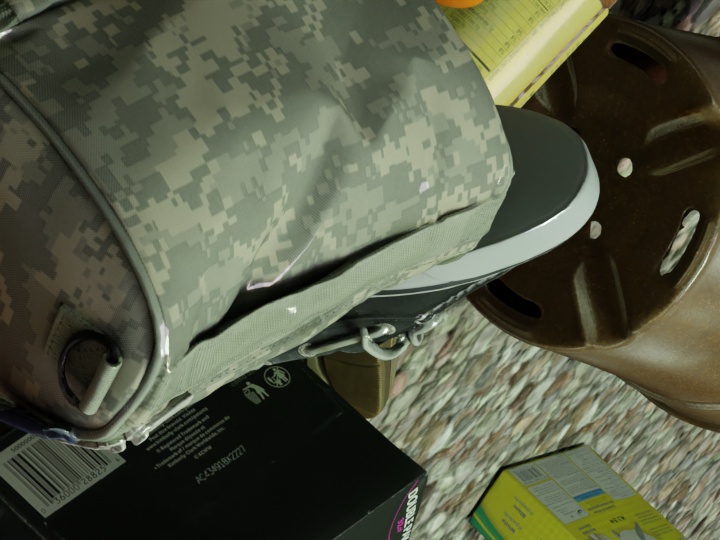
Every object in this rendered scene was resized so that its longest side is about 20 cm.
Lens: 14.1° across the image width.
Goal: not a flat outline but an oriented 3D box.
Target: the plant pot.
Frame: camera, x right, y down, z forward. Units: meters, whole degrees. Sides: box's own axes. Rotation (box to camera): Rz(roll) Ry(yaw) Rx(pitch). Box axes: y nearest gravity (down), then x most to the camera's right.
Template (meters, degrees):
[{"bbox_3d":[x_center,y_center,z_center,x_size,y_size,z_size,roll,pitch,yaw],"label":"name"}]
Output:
[{"bbox_3d":[0.146,-0.028,1.353,0.201,0.200,0.198,-54,151,15],"label":"plant pot"}]

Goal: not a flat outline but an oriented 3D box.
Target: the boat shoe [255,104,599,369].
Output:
[{"bbox_3d":[-0.001,-0.001,1.053,0.198,0.074,0.068,-18,137,18],"label":"boat shoe"}]

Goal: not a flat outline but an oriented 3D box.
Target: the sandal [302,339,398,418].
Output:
[{"bbox_3d":[0.000,0.000,1.267,0.054,0.080,0.200,-59,172,-28],"label":"sandal"}]

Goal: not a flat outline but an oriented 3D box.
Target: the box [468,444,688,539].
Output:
[{"bbox_3d":[0.170,0.193,1.741,0.117,0.200,0.049,-9,136,-58],"label":"box"}]

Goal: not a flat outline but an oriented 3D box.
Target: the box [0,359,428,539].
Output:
[{"bbox_3d":[-0.079,0.140,1.200,0.148,0.124,0.201,-33,153,-34],"label":"box"}]

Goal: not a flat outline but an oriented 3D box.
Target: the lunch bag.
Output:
[{"bbox_3d":[-0.064,-0.042,0.935,0.200,0.168,0.140,-26,150,-43],"label":"lunch bag"}]

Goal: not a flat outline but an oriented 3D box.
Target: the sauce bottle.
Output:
[{"bbox_3d":[0.077,-0.124,1.212,0.200,0.066,0.066,-46,159,-8],"label":"sauce bottle"}]

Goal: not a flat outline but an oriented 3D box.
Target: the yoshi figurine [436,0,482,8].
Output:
[{"bbox_3d":[0.004,-0.069,1.111,0.112,0.112,0.201,-36,159,-45],"label":"yoshi figurine"}]
